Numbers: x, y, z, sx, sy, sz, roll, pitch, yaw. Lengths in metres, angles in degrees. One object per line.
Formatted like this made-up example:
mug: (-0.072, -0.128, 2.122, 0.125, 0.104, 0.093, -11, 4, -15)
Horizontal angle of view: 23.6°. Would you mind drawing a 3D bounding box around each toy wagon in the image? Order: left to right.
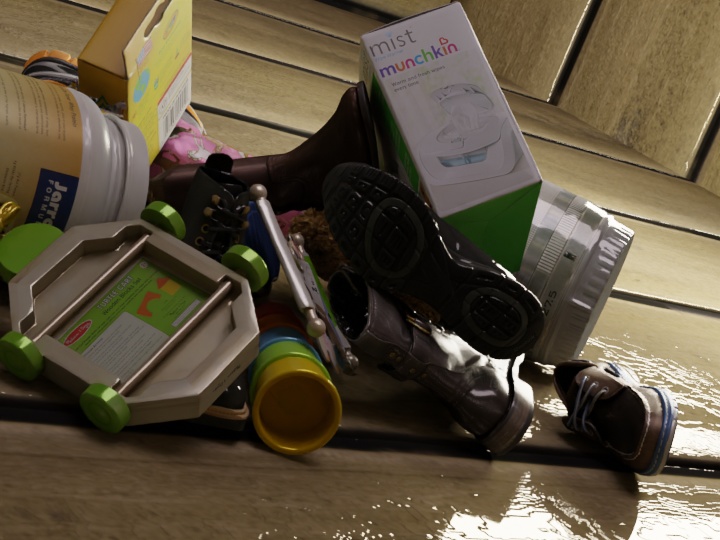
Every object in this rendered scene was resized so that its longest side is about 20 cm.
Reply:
toy wagon: (-0.161, 0.018, 1.101, 0.199, 0.040, 0.155, 28, 51, 21)

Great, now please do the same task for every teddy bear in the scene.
teddy bear: (0.000, 0.000, 1.445, 0.145, 0.067, 0.200, 53, -19, -22)

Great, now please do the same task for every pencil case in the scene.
pencil case: (-0.137, -0.087, 1.615, 0.199, 0.083, 0.087, 24, 1, 6)

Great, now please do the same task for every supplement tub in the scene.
supplement tub: (-0.262, -0.069, 1.198, 0.199, 0.145, 0.144, 14, 16, -33)

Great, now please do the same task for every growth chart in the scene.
growth chart: (-0.040, 0.014, 1.292, 0.200, 0.018, 0.145, 57, 7, -75)

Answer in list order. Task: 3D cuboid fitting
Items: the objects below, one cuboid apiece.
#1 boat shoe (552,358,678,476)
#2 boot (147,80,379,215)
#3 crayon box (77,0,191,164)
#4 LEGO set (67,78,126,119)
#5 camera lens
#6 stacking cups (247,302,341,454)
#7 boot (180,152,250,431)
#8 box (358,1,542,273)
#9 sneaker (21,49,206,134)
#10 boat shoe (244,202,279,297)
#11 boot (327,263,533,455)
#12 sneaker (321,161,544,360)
boat shoe: (0.205, 0.120, 1.436, 0.072, 0.073, 0.200, 16, 5, -10)
boot: (-0.087, -0.087, 1.441, 0.198, 0.187, 0.065, -5, 60, -5)
crayon box: (-0.193, -0.176, 1.495, 0.051, 0.200, 0.127, 23, 57, 8)
LEGO set: (-0.257, -0.095, 1.363, 0.199, 0.116, 0.154, 17, 14, -22)
camera lens: (0.137, -0.013, 1.614, 0.199, 0.161, 0.160, 26, 14, 11)
stacking cups: (-0.050, 0.066, 1.216, 0.060, 0.061, 0.200, 21, 13, -11)
boot: (-0.105, 0.010, 1.170, 0.077, 0.139, 0.200, 16, 16, -28)
box: (0.072, -0.096, 1.453, 0.200, 0.096, 0.177, 92, -24, -70)
sneaker: (-0.251, -0.150, 1.710, 0.199, 0.079, 0.077, 20, 27, -1)
boat shoe: (-0.108, -0.010, 1.362, 0.072, 0.073, 0.200, -8, -3, 3)
boot: (0.048, 0.048, 1.337, 0.174, 0.069, 0.200, 36, 11, -18)
sneaker: (0.049, -0.009, 1.309, 0.200, 0.076, 0.091, 42, 7, -10)
